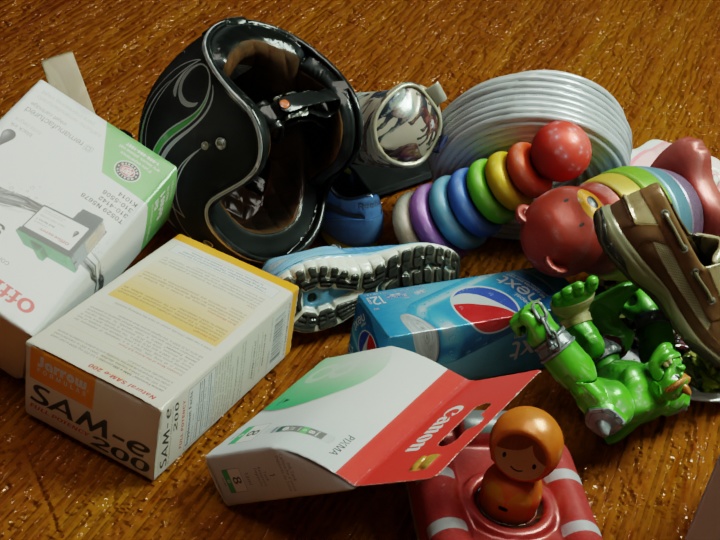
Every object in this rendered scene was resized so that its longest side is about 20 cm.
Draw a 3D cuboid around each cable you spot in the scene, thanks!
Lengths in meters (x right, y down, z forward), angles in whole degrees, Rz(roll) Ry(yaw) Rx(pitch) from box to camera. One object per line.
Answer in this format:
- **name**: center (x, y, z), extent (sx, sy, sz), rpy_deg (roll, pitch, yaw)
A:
- **cable**: center (0.164, -0.109, 1.237), extent (0.199, 0.200, 0.069), rpy_deg (-3, 57, 12)

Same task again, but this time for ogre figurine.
- **ogre figurine**: center (0.211, 0.072, 1.045), extent (0.120, 0.098, 0.200), rpy_deg (65, 19, 16)

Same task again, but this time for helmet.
- **helmet**: center (-0.109, -0.109, 1.162), extent (0.199, 0.191, 0.200), rpy_deg (20, 39, -17)

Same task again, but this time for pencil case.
- **pencil case**: center (0.008, -0.145, 1.255), extent (0.089, 0.078, 0.200), rpy_deg (-33, 19, -18)

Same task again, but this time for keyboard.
- **keyboard**: center (0.030, -0.131, 1.396), extent (0.200, 0.021, 0.127), rpy_deg (-20, 50, -39)

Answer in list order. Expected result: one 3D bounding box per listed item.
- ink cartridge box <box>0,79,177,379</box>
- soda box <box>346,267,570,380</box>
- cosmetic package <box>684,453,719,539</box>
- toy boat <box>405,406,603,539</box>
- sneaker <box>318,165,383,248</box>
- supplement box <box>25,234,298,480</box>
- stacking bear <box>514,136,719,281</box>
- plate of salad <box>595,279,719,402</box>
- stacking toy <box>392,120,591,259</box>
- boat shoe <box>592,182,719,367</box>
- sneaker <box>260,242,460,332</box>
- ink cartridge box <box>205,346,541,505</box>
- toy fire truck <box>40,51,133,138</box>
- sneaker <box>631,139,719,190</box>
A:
- **ink cartridge box**: center (-0.266, -0.034, 1.033), extent (0.146, 0.084, 0.200), rpy_deg (32, 57, 3)
- **soda box**: center (0.093, 0.051, 1.098), extent (0.199, 0.068, 0.064), rpy_deg (-9, 38, -26)
- **cosmetic package**: center (0.308, 0.156, 0.880), extent (0.123, 0.200, 0.200), rpy_deg (24, 36, 19)
- **toy boat**: center (0.108, 0.153, 0.893), extent (0.130, 0.131, 0.200), rpy_deg (2, 34, -11)
- **sneaker**: center (-0.042, -0.094, 1.270), extent (0.066, 0.079, 0.200), rpy_deg (-17, 41, -32)
- **supplement box**: center (-0.154, 0.062, 1.010), extent (0.126, 0.074, 0.200), rpy_deg (24, 36, 19)
- **stacking bear**: center (0.229, -0.041, 1.140), extent (0.199, 0.114, 0.122), rpy_deg (-9, 66, -36)
- **plate of salad**: center (0.294, 0.049, 1.173), extent (0.199, 0.048, 0.200), rpy_deg (7, 34, -4)
- **stacking toy**: center (0.127, -0.072, 1.169), extent (0.085, 0.200, 0.086), rpy_deg (30, 46, -36)
- **boat shoe**: center (0.275, 0.006, 1.046), extent (0.200, 0.074, 0.076), rpy_deg (42, 23, -26)
- **sneaker**: center (0.000, 0.000, 1.144), extent (0.199, 0.079, 0.090), rpy_deg (-2, 23, -28)
- **ink cartridge box**: center (0.008, 0.103, 0.920), extent (0.200, 0.050, 0.161), rpy_deg (-17, 12, 41)
- **toy fire truck**: center (-0.310, -0.124, 1.220), extent (0.175, 0.129, 0.200), rpy_deg (-3, 24, -18)
- **sneaker**: center (0.328, -0.085, 1.354), extent (0.104, 0.076, 0.200), rpy_deg (21, 31, 25)
